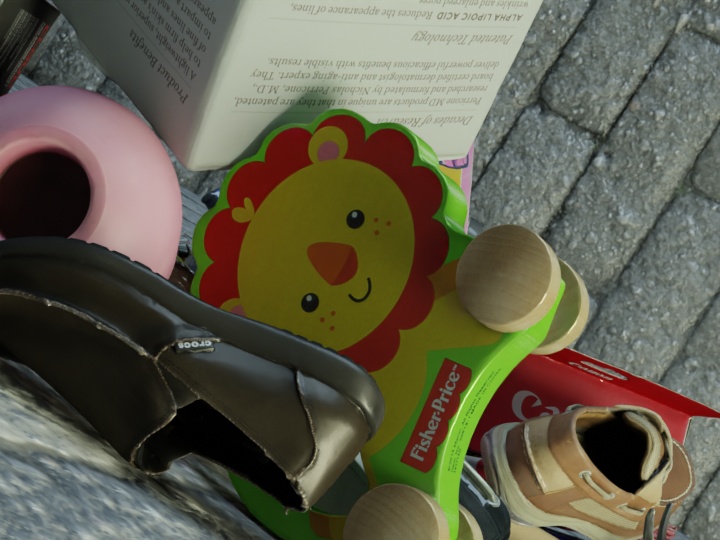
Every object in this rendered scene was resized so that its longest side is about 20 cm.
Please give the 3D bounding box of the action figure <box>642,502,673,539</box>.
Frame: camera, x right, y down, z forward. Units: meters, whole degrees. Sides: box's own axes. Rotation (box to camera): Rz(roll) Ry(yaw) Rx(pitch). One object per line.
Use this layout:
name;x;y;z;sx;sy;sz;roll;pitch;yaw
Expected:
action figure;0.176;0.207;0.798;0.200;0.102;0.119;50;9;18

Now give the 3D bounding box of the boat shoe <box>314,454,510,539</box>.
boat shoe;-0.012;0.086;0.891;0.200;0.076;0.060;43;45;18

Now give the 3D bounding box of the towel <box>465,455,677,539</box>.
towel;0.091;0.147;1.164;0.200;0.023;0.144;4;-18;47

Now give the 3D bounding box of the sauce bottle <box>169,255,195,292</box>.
sauce bottle;-0.125;0.021;1.045;0.065;0.065;0.200;33;3;-25

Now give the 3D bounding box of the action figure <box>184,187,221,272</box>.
action figure;-0.073;0.050;1.298;0.193;0.104;0.200;17;42;-61

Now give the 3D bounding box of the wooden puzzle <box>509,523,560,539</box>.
wooden puzzle;0.111;0.192;0.947;0.185;0.046;0.200;32;5;-30

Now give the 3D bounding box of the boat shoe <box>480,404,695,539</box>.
boat shoe;0.152;0.116;1.034;0.200;0.072;0.076;7;60;-53

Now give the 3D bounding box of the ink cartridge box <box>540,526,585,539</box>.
ink cartridge box;0.207;0.226;1.112;0.200;0.043;0.198;31;-11;-21

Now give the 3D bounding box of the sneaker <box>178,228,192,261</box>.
sneaker;-0.161;-0.020;1.284;0.082;0.078;0.200;35;2;5

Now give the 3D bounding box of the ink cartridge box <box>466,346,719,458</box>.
ink cartridge box;0.117;0.104;1.195;0.200;0.084;0.175;22;-14;-24

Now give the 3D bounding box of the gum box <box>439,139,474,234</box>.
gum box;0.000;0.000;1.011;0.113;0.201;0.066;6;-11;-4

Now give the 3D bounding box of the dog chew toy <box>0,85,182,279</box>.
dog chew toy;-0.148;-0.021;0.904;0.124;0.125;0.200;33;-6;5

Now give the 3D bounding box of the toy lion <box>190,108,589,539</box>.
toy lion;-0.005;0.030;0.828;0.191;0.201;0.069;21;-4;27

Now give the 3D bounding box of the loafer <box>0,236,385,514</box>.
loafer;-0.091;0.046;0.751;0.199;0.071;0.073;18;-32;8

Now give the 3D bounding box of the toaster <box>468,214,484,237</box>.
toaster;-0.016;0.032;1.096;0.129;0.200;0.114;24;-19;-4

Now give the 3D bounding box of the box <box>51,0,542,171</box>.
box;-0.043;-0.164;0.934;0.200;0.131;0.199;-5;43;-41

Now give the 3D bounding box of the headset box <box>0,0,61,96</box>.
headset box;-0.237;-0.102;0.914;0.077;0.149;0.200;34;1;0
